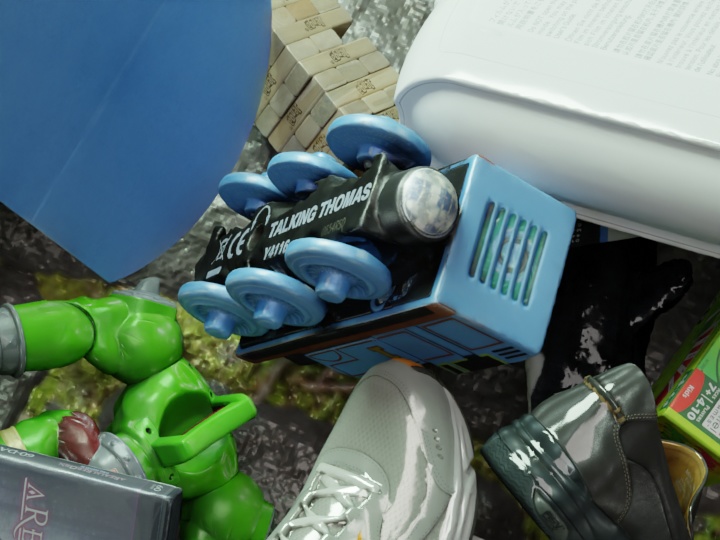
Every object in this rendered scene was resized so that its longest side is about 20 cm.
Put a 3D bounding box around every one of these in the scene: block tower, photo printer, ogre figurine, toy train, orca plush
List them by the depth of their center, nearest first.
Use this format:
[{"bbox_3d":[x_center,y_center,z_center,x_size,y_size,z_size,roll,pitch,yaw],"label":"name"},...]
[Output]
[{"bbox_3d":[0.124,-0.089,0.727,0.199,0.070,0.167,17,47,24],"label":"photo printer"},{"bbox_3d":[0.000,0.000,0.729,0.114,0.200,0.087,29,67,-23],"label":"toy train"},{"bbox_3d":[-0.111,0.094,0.756,0.120,0.098,0.200,-29,80,-26],"label":"ogre figurine"},{"bbox_3d":[0.135,0.008,0.782,0.071,0.105,0.200,-10,40,38],"label":"orca plush"},{"bbox_3d":[0.012,-0.050,0.812,0.058,0.054,0.200,-28,75,-42],"label":"block tower"}]

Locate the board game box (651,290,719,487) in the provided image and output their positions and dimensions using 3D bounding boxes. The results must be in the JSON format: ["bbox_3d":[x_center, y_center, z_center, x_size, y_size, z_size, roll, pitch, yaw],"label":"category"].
[{"bbox_3d":[0.208,0.009,0.783,0.048,0.102,0.200,36,79,4],"label":"board game box"}]

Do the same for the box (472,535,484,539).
[{"bbox_3d":[0.087,0.151,0.677,0.200,0.041,0.039,17,64,43],"label":"box"}]

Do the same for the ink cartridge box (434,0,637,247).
[{"bbox_3d":[0.097,-0.090,0.810,0.099,0.039,0.200,-9,43,-2],"label":"ink cartridge box"}]

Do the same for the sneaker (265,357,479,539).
[{"bbox_3d":[-0.018,0.130,0.680,0.076,0.092,0.201,14,85,44],"label":"sneaker"}]

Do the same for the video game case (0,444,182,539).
[{"bbox_3d":[-0.183,0.140,0.713,0.199,0.019,0.143,12,103,11],"label":"video game case"}]

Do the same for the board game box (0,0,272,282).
[{"bbox_3d":[-0.119,-0.094,0.729,0.039,0.200,0.158,22,78,33],"label":"board game box"}]

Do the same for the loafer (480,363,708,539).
[{"bbox_3d":[0.125,0.108,0.715,0.072,0.200,0.073,-40,54,1],"label":"loafer"}]
